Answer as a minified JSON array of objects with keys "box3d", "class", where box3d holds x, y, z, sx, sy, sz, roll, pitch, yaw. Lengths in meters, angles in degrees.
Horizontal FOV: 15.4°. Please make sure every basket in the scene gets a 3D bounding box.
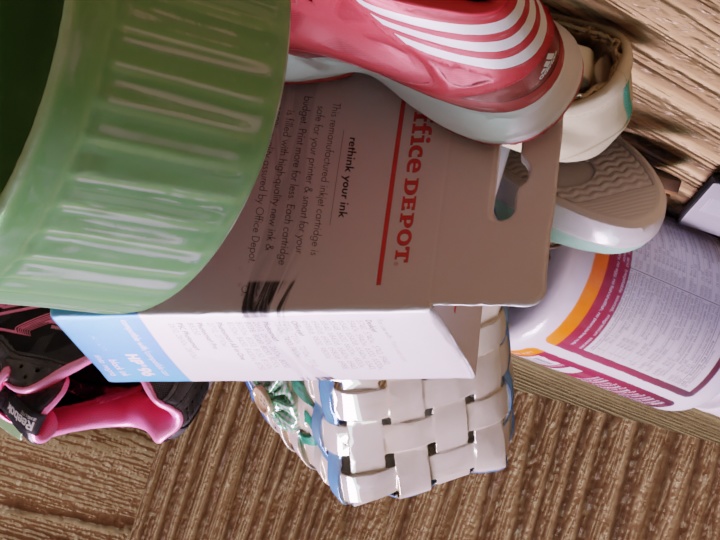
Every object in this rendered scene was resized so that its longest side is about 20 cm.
[{"box3d":[0.000,0.000,1.296,0.138,0.177,0.200,-10,-145,-8],"class":"basket"}]

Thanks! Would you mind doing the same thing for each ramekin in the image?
[{"box3d":[-0.110,-0.079,0.973,0.097,0.202,0.200,12,179,-33],"class":"ramekin"}]

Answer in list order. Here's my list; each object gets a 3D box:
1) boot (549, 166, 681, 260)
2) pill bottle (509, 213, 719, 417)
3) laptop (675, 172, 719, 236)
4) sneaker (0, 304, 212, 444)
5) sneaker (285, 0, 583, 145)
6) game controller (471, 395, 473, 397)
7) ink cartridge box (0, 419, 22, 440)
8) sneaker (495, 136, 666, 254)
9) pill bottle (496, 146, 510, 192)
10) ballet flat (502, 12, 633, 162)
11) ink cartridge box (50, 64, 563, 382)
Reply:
[{"box3d":[0.104,-0.032,1.426,0.073,0.076,0.200,22,173,-24],"class":"boot"},{"box3d":[0.164,0.019,1.565,0.199,0.110,0.109,21,174,-34],"class":"pill bottle"},{"box3d":[0.258,0.040,1.430,0.199,0.117,0.187,17,175,3],"class":"laptop"},{"box3d":[-0.157,0.036,1.230,0.198,0.096,0.079,5,135,11],"class":"sneaker"},{"box3d":[-0.015,-0.121,1.001,0.199,0.079,0.116,15,158,25],"class":"sneaker"},{"box3d":[0.026,0.016,1.504,0.104,0.042,0.200,30,-167,-20],"class":"game controller"},{"box3d":[-0.217,-0.028,1.356,0.145,0.201,0.048,29,-154,34],"class":"ink cartridge box"},{"box3d":[0.079,-0.016,1.355,0.074,0.119,0.200,-27,-147,-35],"class":"sneaker"},{"box3d":[-0.031,-0.076,1.175,0.199,0.112,0.111,18,175,2],"class":"pill bottle"},{"box3d":[0.019,-0.096,1.091,0.198,0.070,0.069,12,176,-4],"class":"ballet flat"},{"box3d":[-0.011,-0.020,1.054,0.198,0.117,0.068,-1,153,18],"class":"ink cartridge box"}]
